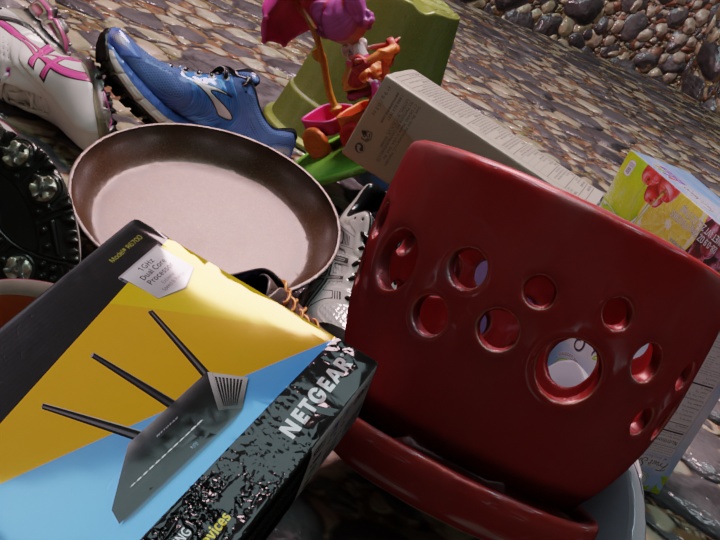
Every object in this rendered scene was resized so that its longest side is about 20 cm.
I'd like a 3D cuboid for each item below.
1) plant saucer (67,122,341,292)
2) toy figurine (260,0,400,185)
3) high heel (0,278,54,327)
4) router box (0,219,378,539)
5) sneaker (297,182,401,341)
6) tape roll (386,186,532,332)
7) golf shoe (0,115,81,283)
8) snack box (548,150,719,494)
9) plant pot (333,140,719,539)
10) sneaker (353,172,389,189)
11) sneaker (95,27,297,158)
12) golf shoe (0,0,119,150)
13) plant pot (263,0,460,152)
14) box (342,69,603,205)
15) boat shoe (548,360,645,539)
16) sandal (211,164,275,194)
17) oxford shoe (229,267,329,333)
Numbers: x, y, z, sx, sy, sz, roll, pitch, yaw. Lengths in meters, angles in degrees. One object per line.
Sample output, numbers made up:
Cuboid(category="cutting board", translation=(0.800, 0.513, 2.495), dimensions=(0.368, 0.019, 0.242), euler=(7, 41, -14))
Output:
Cuboid(category="plant saucer", translation=(-0.114, -0.038, 0.847), dimensions=(0.199, 0.032, 0.201), euler=(13, 37, -10))
Cuboid(category="toy figurine", translation=(-0.017, -0.192, 1.075), dimensions=(0.150, 0.185, 0.200), euler=(-36, 25, -34))
Cuboid(category="high heel", translation=(-0.120, 0.062, 0.643), dimensions=(0.200, 0.068, 0.096), euler=(30, 1, 9))
Cuboid(category="router box", translation=(-0.103, 0.076, 0.518), dimensions=(0.149, 0.051, 0.200), euler=(29, 42, 11))
Cuboid(category="sneaker", translation=(0.000, 0.000, 0.861), dimensions=(0.075, 0.088, 0.200), euler=(23, 27, -15))
Cuboid(category="tape roll", translation=(0.104, -0.012, 1.028), dimensions=(0.200, 0.066, 0.200), euler=(29, 19, -11))
Cuboid(category="golf shoe", translation=(-0.230, -0.056, 0.751), dimensions=(0.200, 0.077, 0.088), euler=(52, -2, 21))
Cuboid(category="snack box", translation=(0.212, 0.035, 0.869), dimensions=(0.067, 0.200, 0.169), euler=(17, 21, -22))
Cuboid(category="plant pot", translation=(0.080, 0.047, 0.652), dimensions=(0.200, 0.183, 0.200), euler=(26, -1, 0))
Cuboid(category="sneaker", translation=(0.094, -0.084, 1.205), dimensions=(0.200, 0.080, 0.131), euler=(5, 27, -42))
Cuboid(category="sneaker", translation=(-0.138, -0.148, 0.996), dimensions=(0.200, 0.089, 0.079), euler=(36, -5, -28))
Cuboid(category="golf shoe", translation=(-0.271, -0.156, 0.986), dimensions=(0.092, 0.073, 0.200), euler=(-23, 49, -22))
Cuboid(category="plant pot", translation=(0.018, -0.224, 1.298), dimensions=(0.199, 0.190, 0.200), euler=(22, 19, -8))
Cuboid(category="box", translation=(0.096, -0.080, 0.964), dimensions=(0.200, 0.078, 0.095), euler=(35, 20, 9))
Cuboid(category="boat shoe", translation=(0.153, 0.137, 0.740), dimensions=(0.065, 0.073, 0.200), euler=(44, 26, -23))
Cuboid(category="sandal", translation=(-0.072, -0.057, 0.966), dimensions=(0.206, 0.059, 0.079), euler=(16, 21, -25))
Cuboid(category="oxford shoe", translation=(-0.049, 0.044, 0.723), dimensions=(0.199, 0.073, 0.071), euler=(16, 22, -25))
